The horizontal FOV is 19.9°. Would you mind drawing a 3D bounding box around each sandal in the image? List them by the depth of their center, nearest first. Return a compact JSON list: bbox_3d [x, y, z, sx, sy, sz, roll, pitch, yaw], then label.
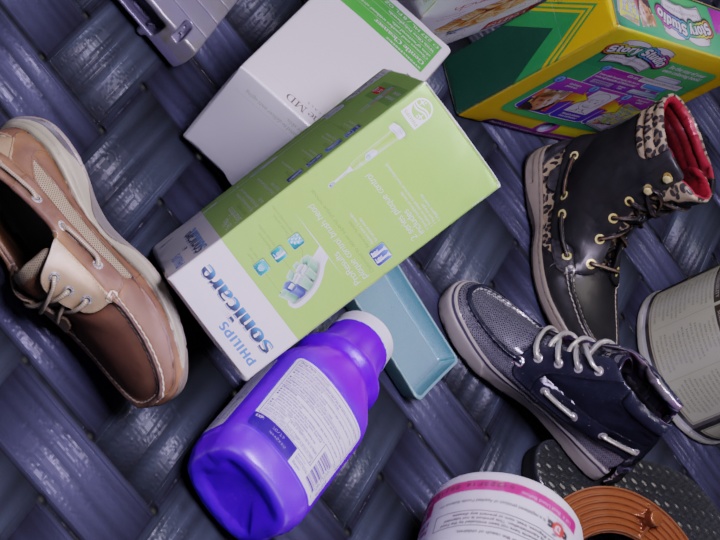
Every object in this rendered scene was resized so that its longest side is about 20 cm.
[{"bbox_3d":[0.205,0.184,1.623,0.200,0.048,0.075,23,52,-25],"label":"sandal"}]

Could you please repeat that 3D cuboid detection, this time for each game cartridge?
[{"bbox_3d":[-0.164,-0.254,1.458,0.200,0.038,0.130,50,34,-16],"label":"game cartridge"}]

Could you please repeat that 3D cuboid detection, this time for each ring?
[{"bbox_3d":[0.198,0.260,1.541,0.200,0.019,0.201,13,68,-33],"label":"ring"}]

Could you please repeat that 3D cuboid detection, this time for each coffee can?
[{"bbox_3d":[0.358,0.048,1.752,0.146,0.200,0.146,29,48,-38],"label":"coffee can"}]

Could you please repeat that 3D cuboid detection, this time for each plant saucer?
[{"bbox_3d":[0.000,0.000,1.508,0.200,0.019,0.070,59,37,-7],"label":"plant saucer"}]

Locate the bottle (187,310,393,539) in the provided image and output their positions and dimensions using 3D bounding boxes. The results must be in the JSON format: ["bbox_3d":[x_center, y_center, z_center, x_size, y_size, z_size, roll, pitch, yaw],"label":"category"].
[{"bbox_3d":[-0.038,0.095,1.362,0.084,0.065,0.200,54,37,-12],"label":"bottle"}]

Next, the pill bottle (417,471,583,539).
[{"bbox_3d":[0.077,0.241,1.369,0.113,0.113,0.200,45,40,-22],"label":"pill bottle"}]

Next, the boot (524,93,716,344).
[{"bbox_3d":[0.215,-0.037,1.676,0.073,0.151,0.200,21,53,-42],"label":"boot"}]

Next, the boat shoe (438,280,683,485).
[{"bbox_3d":[0.157,0.067,1.564,0.200,0.093,0.075,43,44,-5],"label":"boat shoe"}]

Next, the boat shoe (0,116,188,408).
[{"bbox_3d":[-0.180,0.002,1.251,0.200,0.076,0.072,55,40,5],"label":"boat shoe"}]

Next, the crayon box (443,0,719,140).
[{"bbox_3d":[0.200,-0.174,1.725,0.200,0.172,0.058,8,62,-48],"label":"crayon box"}]

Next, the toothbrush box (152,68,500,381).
[{"bbox_3d":[-0.026,-0.034,1.309,0.086,0.200,0.146,54,-3,-12],"label":"toothbrush box"}]

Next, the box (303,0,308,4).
[{"bbox_3d":[0.068,-0.294,1.620,0.197,0.200,0.118,-9,75,-51],"label":"box"}]

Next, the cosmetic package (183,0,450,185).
[{"bbox_3d":[-0.028,-0.128,1.480,0.108,0.085,0.200,41,37,-4],"label":"cosmetic package"}]

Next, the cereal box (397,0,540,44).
[{"bbox_3d":[0.097,-0.223,1.577,0.144,0.200,0.040,-21,83,-21],"label":"cereal box"}]
